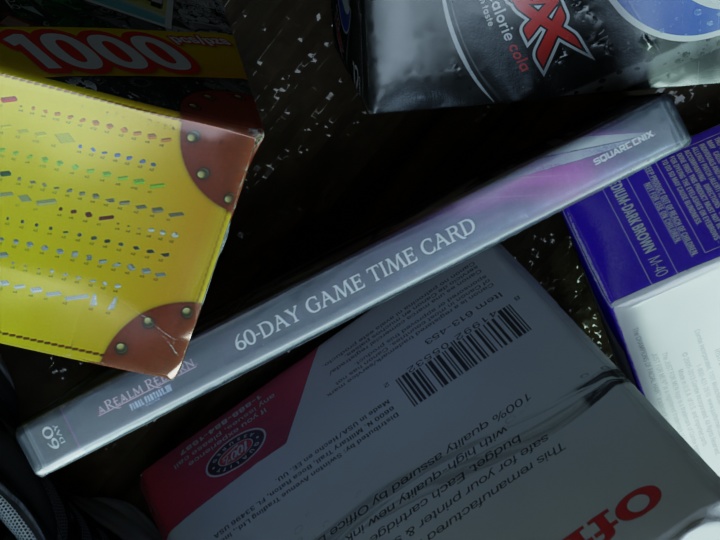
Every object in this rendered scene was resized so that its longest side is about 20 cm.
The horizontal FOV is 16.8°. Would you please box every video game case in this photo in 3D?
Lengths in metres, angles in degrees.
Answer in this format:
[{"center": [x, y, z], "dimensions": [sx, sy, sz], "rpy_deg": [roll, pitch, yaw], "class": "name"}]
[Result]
[{"center": [0.000, 0.000, 0.724], "dimensions": [0.199, 0.143, 0.019], "rpy_deg": [-26, 92, 4], "class": "video game case"}]

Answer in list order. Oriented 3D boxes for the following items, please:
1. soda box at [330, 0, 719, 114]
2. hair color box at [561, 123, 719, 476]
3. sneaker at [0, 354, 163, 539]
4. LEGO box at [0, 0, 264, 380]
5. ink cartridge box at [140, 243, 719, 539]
[{"center": [0.092, -0.094, 0.729], "dimensions": [0.199, 0.071, 0.064], "rpy_deg": [-6, 112, -8], "class": "soda box"}, {"center": [0.175, -0.009, 0.783], "dimensions": [0.199, 0.065, 0.110], "rpy_deg": [-22, 131, 3], "class": "hair color box"}, {"center": [-0.109, 0.103, 0.767], "dimensions": [0.075, 0.114, 0.200], "rpy_deg": [-30, 118, 6], "class": "sneaker"}, {"center": [-0.138, -0.056, 0.662], "dimensions": [0.199, 0.149, 0.077], "rpy_deg": [13, 113, -17], "class": "LEGO box"}, {"center": [0.031, 0.091, 0.728], "dimensions": [0.144, 0.200, 0.084], "rpy_deg": [-35, 117, -1], "class": "ink cartridge box"}]
